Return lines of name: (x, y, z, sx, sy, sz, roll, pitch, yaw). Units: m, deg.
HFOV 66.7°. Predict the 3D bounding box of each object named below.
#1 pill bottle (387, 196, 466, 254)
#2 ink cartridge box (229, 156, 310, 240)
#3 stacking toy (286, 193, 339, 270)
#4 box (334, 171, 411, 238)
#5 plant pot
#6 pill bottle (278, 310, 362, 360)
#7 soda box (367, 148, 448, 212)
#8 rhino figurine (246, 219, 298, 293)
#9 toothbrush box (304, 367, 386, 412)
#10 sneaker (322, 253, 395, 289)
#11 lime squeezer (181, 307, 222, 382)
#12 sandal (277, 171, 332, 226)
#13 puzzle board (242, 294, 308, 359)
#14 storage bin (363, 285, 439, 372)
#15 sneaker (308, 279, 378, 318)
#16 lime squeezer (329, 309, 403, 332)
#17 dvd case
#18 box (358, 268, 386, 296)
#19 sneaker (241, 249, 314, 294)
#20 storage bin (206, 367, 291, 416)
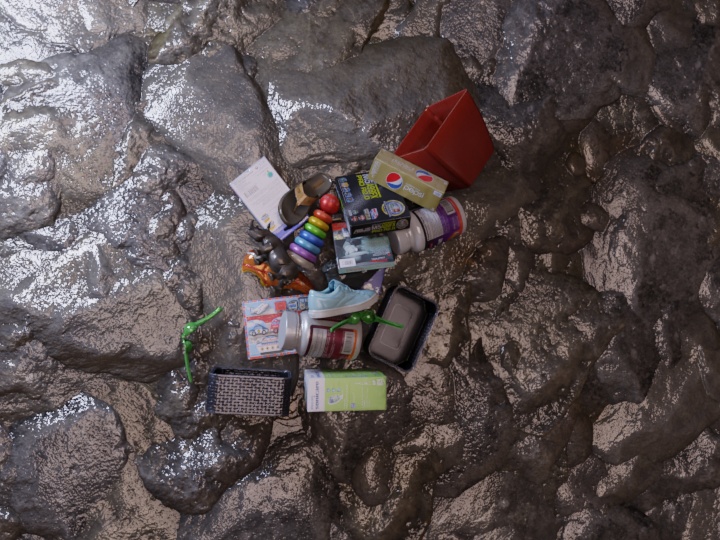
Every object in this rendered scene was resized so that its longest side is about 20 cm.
pill bottle: (0.173, -0.115, 1.459, 0.198, 0.111, 0.113, -22, 91, -15)
ink cartridge box: (-0.237, -0.182, 1.440, 0.119, 0.042, 0.201, -39, 92, -10)
stacking toy: (-0.115, -0.106, 1.424, 0.085, 0.085, 0.202, 29, 90, -7)
box: (0.028, -0.178, 1.422, 0.158, 0.045, 0.202, -10, 48, -8)
plant pot: (0.231, -0.320, 1.448, 0.176, 0.199, 0.201, 41, 76, -20)
pill bottle: (-0.104, 0.164, 1.397, 0.197, 0.114, 0.116, 9, 86, -18)
soda box: (0.122, -0.233, 1.408, 0.198, 0.064, 0.068, 28, 39, 2)
rhino figurine: (-0.224, -0.045, 1.370, 0.087, 0.060, 0.201, -23, 72, -31)
toothbrush box: (-0.042, 0.303, 1.401, 0.197, 0.146, 0.088, 2, 88, -10)
sneaker: (0.000, 0.000, 1.432, 0.197, 0.076, 0.092, -16, 109, -11)
lime squeezer: (-0.425, 0.179, 1.397, 0.070, 0.037, 0.203, 25, 84, -39)
sandal: (-0.137, -0.195, 1.421, 0.082, 0.054, 0.200, 50, 60, -5)
puzzle board: (-0.205, 0.146, 1.445, 0.197, 0.017, 0.153, -6, 89, -9)
storage bin: (0.106, 0.153, 1.458, 0.134, 0.094, 0.202, 26, 83, -7)
sneaker: (-0.040, 0.061, 1.368, 0.198, 0.074, 0.083, -13, 104, -33)
lime squeezer: (0.005, 0.130, 1.370, 0.197, 0.038, 0.071, 1, 45, -25)
dvd case: (0.001, -0.080, 1.419, 0.144, 0.022, 0.202, -8, 47, -5)
box: (0.015, -0.034, 1.481, 0.119, 0.032, 0.203, 14, 85, -8)
sneaker: (-0.214, 0.017, 1.432, 0.198, 0.073, 0.078, 26, 101, -1)
storage bin: (-0.273, 0.299, 1.358, 0.197, 0.135, 0.095, 4, 87, -9)
